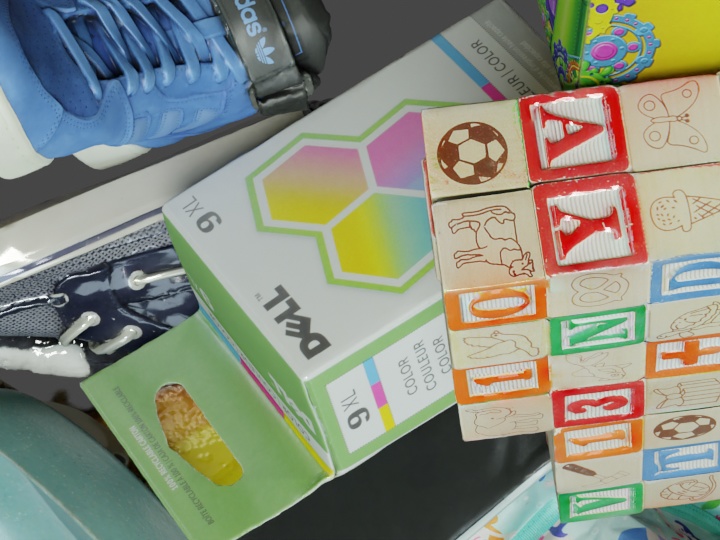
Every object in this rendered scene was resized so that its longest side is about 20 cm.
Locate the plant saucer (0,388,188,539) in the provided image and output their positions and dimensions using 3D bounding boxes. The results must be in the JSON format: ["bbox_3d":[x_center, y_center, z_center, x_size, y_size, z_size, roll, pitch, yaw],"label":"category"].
[{"bbox_3d":[-0.102,0.112,1.112,0.036,0.200,0.200,-44,144,-18],"label":"plant saucer"}]

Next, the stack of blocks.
[{"bbox_3d":[0.084,0.014,0.879,0.115,0.059,0.200,-8,155,2],"label":"stack of blocks"}]

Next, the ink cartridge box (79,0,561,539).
[{"bbox_3d":[0.000,0.000,0.980,0.200,0.104,0.059,-32,139,-10],"label":"ink cartridge box"}]

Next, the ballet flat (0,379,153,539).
[{"bbox_3d":[-0.109,0.104,1.236,0.062,0.067,0.200,-39,132,23],"label":"ballet flat"}]

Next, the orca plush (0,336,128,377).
[{"bbox_3d":[-0.180,0.000,1.092,0.200,0.105,0.071,9,103,2],"label":"orca plush"}]

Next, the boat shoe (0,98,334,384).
[{"bbox_3d":[-0.085,0.013,1.049,0.200,0.075,0.093,-22,96,-4],"label":"boat shoe"}]

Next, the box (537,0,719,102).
[{"bbox_3d":[0.110,-0.183,0.817,0.122,0.200,0.193,-4,141,-5],"label":"box"}]

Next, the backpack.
[{"bbox_3d":[0.073,0.114,1.118,0.178,0.151,0.200,-43,151,20],"label":"backpack"}]

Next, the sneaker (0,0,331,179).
[{"bbox_3d":[-0.071,-0.081,0.961,0.111,0.077,0.200,-23,173,10],"label":"sneaker"}]
